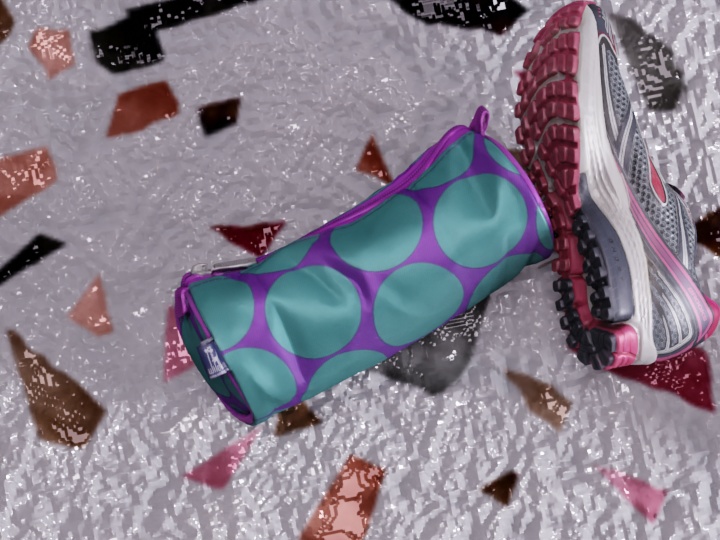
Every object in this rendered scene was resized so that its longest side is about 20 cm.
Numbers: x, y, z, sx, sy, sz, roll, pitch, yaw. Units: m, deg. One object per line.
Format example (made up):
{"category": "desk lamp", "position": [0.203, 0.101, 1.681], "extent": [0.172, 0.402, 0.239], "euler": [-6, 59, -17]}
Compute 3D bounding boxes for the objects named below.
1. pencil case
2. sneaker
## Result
{"category": "pencil case", "position": [0.000, 0.000, 1.587], "extent": [0.200, 0.085, 0.093], "euler": [-29, 105, -6]}
{"category": "sneaker", "position": [0.135, -0.047, 1.606], "extent": [0.075, 0.081, 0.200], "euler": [-8, 82, -22]}
